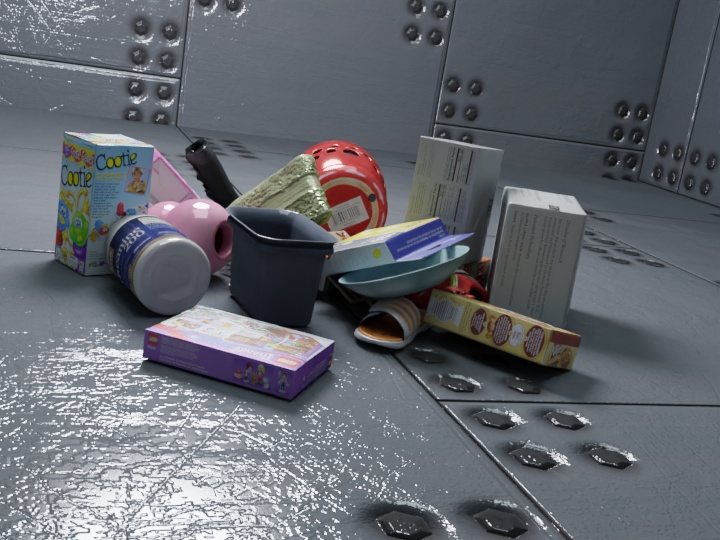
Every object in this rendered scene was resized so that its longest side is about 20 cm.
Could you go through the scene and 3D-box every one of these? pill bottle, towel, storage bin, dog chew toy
[{"bbox_3d":[-0.303,-0.017,1.353,0.110,0.112,0.200,0,16,-32],"label":"pill bottle"},{"bbox_3d":[-0.143,-0.093,1.557,0.036,0.199,0.149,33,31,-53],"label":"towel"},{"bbox_3d":[-0.119,-0.006,1.378,0.145,0.135,0.200,2,16,-26],"label":"storage bin"},{"bbox_3d":[-0.302,-0.058,1.513,0.199,0.126,0.124,8,12,27],"label":"dog chew toy"}]

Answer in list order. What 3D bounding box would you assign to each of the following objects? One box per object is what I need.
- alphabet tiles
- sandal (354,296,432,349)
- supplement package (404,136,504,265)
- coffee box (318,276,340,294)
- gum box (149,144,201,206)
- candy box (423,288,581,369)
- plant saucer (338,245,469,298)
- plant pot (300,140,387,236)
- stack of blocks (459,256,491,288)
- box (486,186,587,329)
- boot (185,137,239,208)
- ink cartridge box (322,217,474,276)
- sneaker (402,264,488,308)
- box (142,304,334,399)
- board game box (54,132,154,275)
[{"bbox_3d":[0.000,0.000,1.534,0.166,0.006,0.200,-6,45,-49],"label":"alphabet tiles"},{"bbox_3d":[0.054,0.064,1.371,0.079,0.060,0.206,14,15,21],"label":"sandal"},{"bbox_3d":[0.159,-0.122,1.617,0.110,0.202,0.156,15,11,22],"label":"supplement package"},{"bbox_3d":[-0.082,-0.010,1.602,0.199,0.044,0.122,22,17,41],"label":"coffee box"},{"bbox_3d":[-0.314,-0.116,1.625,0.200,0.066,0.113,50,-4,-26],"label":"gum box"},{"bbox_3d":[0.205,0.084,1.352,0.199,0.056,0.115,20,3,34],"label":"candy box"},{"bbox_3d":[0.068,0.007,1.383,0.200,0.039,0.201,-14,9,2],"label":"plant saucer"},{"bbox_3d":[-0.043,-0.143,1.839,0.199,0.202,0.183,7,17,-9],"label":"plant pot"},{"bbox_3d":[0.125,-0.012,1.715,0.199,0.059,0.115,17,16,29],"label":"stack of blocks"},{"bbox_3d":[0.295,-0.027,1.594,0.130,0.202,0.199,10,14,4],"label":"box"},{"bbox_3d":[-0.241,-0.139,1.693,0.065,0.201,0.165,-31,23,-19],"label":"boot"},{"bbox_3d":[0.049,-0.042,1.466,0.199,0.047,0.197,-12,7,32],"label":"ink cartridge box"},{"bbox_3d":[0.142,0.035,1.511,0.085,0.077,0.199,35,24,35],"label":"sneaker"},{"bbox_3d":[-0.148,0.097,1.152,0.199,0.039,0.137,14,14,16],"label":"box"},{"bbox_3d":[-0.400,-0.105,1.451,0.104,0.202,0.103,-5,20,-45],"label":"board game box"}]
